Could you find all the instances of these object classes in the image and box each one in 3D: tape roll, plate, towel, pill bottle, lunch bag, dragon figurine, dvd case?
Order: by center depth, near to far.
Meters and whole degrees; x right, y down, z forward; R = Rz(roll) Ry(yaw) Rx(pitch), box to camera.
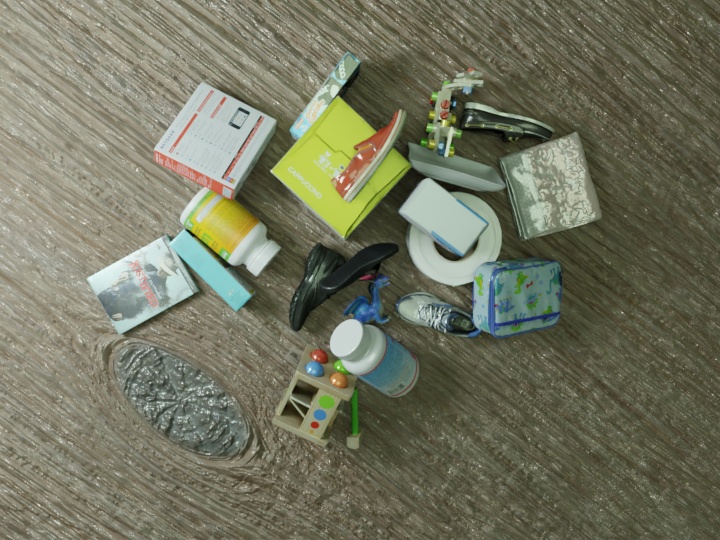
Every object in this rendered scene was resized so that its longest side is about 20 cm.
[{"bbox_3d":[0.190,-0.210,1.355,0.200,0.200,0.032,15,110,-3],"label":"plate"},{"bbox_3d":[0.029,0.181,1.366,0.109,0.109,0.200,-49,131,1],"label":"pill bottle"},{"bbox_3d":[-0.270,-0.081,1.383,0.200,0.111,0.111,40,91,-4],"label":"pill bottle"},{"bbox_3d":[0.338,0.058,1.393,0.200,0.082,0.161,-6,104,-27],"label":"lunch bag"},{"bbox_3d":[0.202,-0.069,1.422,0.202,0.071,0.203,0,93,-3],"label":"tape roll"},{"bbox_3d":[-0.001,0.092,1.427,0.200,0.059,0.099,-39,93,9],"label":"dragon figurine"},{"bbox_3d":[-0.475,0.031,1.429,0.200,0.022,0.146,-28,94,-1],"label":"dvd case"},{"bbox_3d":[0.419,-0.183,1.442,0.191,0.032,0.200,-18,95,-1],"label":"towel"}]

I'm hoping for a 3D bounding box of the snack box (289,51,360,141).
[{"bbox_3d":[-0.073,-0.355,1.371,0.037,0.116,0.200,37,92,-4],"label":"snack box"}]

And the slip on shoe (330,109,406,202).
[{"bbox_3d":[0.018,-0.220,1.211,0.061,0.074,0.200,38,93,-1],"label":"slip on shoe"}]

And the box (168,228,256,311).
[{"bbox_3d":[-0.314,-0.002,1.401,0.049,0.082,0.200,-45,93,2],"label":"box"}]

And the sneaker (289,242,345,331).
[{"bbox_3d":[-0.095,0.045,1.420,0.091,0.076,0.200,22,96,-11],"label":"sneaker"}]

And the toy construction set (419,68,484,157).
[{"bbox_3d":[0.183,-0.331,1.371,0.092,0.131,0.200,24,88,-2],"label":"toy construction set"}]

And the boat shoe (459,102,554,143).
[{"bbox_3d":[0.315,-0.307,1.413,0.201,0.072,0.061,16,93,5],"label":"boat shoe"}]

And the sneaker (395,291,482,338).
[{"bbox_3d":[0.176,0.098,1.423,0.200,0.085,0.077,14,93,-2],"label":"sneaker"}]

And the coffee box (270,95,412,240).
[{"bbox_3d":[-0.040,-0.201,1.341,0.200,0.198,0.200,43,91,-4],"label":"coffee box"}]

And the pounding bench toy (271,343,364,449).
[{"bbox_3d":[-0.057,0.271,1.383,0.200,0.124,0.156,26,112,-3],"label":"pounding bench toy"}]

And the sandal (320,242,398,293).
[{"bbox_3d":[0.000,0.000,1.403,0.200,0.075,0.045,-34,121,-24],"label":"sandal"}]

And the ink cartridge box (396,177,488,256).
[{"bbox_3d":[0.155,-0.105,1.285,0.144,0.200,0.085,36,95,-3],"label":"ink cartridge box"}]

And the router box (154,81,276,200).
[{"bbox_3d":[-0.298,-0.271,1.359,0.179,0.049,0.200,27,63,-3],"label":"router box"}]
